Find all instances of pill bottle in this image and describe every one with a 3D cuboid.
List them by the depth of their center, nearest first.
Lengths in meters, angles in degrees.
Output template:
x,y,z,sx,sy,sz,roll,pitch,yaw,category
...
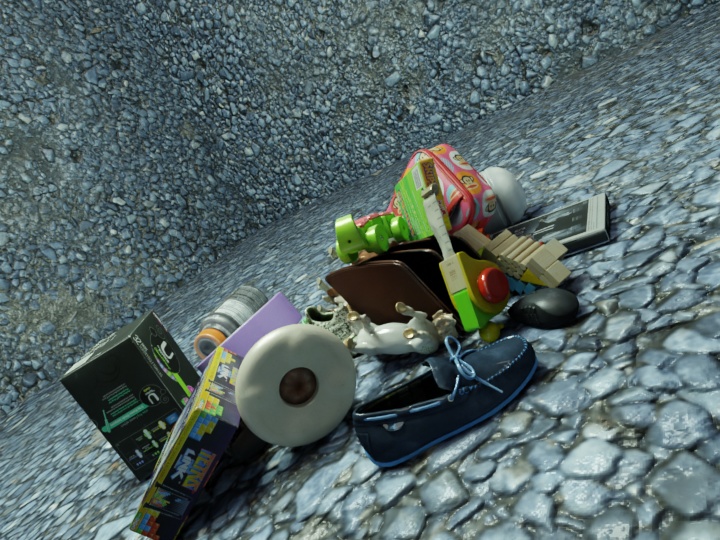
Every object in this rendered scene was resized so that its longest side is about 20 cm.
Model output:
x,y,z,sx,sy,sz,roll,pitch,yaw,category
-0.285,0.121,1.190,0.106,0.107,0.200,-23,16,26,pill bottle

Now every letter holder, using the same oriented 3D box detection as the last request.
x,y,z,sx,sy,sz,roll,pitch,yaw,category
0.059,0.006,0.760,0.199,0.142,0.101,-11,41,57,letter holder

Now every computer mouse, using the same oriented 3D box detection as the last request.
x,y,z,sx,sy,sz,roll,pitch,yaw,category
0.191,0.036,0.674,0.058,0.034,0.200,-36,15,-20,computer mouse

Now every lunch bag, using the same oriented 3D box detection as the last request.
x,y,z,sx,sy,sz,roll,pitch,yaw,category
0.131,-0.084,0.884,0.082,0.177,0.201,-21,-29,-34,lunch bag

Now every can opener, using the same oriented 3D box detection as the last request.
x,y,z,sx,sy,sz,roll,pitch,yaw,category
-0.112,0.188,0.762,0.067,0.054,0.200,21,43,30,can opener

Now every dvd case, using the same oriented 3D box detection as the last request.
x,y,z,sx,sy,sz,roll,pitch,yaw,category
0.274,-0.049,0.818,0.199,0.025,0.150,-21,17,32,dvd case

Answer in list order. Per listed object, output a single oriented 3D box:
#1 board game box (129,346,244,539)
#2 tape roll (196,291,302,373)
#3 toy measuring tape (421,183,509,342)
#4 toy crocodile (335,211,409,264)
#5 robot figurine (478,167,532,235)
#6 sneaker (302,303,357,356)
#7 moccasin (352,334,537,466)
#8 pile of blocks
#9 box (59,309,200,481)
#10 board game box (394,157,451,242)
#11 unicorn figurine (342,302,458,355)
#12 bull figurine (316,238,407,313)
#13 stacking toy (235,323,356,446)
x,y,z,sx,sy,sz,roll,pitch,yaw,category
-0.208,0.209,0.688,0.166,0.056,0.200,-59,13,7,board game box
-0.200,0.128,0.981,0.200,0.066,0.200,-41,5,4,tape roll
0.133,-0.012,0.657,0.073,0.202,0.074,-17,-10,-3,toy measuring tape
0.017,-0.056,0.770,0.067,0.062,0.200,-17,5,28,toy crocodile
0.211,-0.111,0.974,0.199,0.114,0.169,-27,-20,16,robot figurine
-0.069,0.095,0.878,0.199,0.089,0.077,-19,18,40,sneaker
0.084,0.118,0.532,0.199,0.069,0.080,-32,14,-9,moccasin
0.208,-0.015,0.728,0.062,0.083,0.200,-35,30,-20,pile of blocks
-0.340,0.193,0.857,0.124,0.201,0.149,-31,14,-1,box
0.085,-0.093,0.780,0.030,0.096,0.200,-15,0,-8,board game box
0.033,0.082,0.707,0.199,0.137,0.074,10,78,26,unicorn figurine
0.000,0.000,0.904,0.120,0.201,0.065,5,30,-27,bull figurine
-0.101,0.124,0.705,0.146,0.147,0.200,-33,18,-13,stacking toy
